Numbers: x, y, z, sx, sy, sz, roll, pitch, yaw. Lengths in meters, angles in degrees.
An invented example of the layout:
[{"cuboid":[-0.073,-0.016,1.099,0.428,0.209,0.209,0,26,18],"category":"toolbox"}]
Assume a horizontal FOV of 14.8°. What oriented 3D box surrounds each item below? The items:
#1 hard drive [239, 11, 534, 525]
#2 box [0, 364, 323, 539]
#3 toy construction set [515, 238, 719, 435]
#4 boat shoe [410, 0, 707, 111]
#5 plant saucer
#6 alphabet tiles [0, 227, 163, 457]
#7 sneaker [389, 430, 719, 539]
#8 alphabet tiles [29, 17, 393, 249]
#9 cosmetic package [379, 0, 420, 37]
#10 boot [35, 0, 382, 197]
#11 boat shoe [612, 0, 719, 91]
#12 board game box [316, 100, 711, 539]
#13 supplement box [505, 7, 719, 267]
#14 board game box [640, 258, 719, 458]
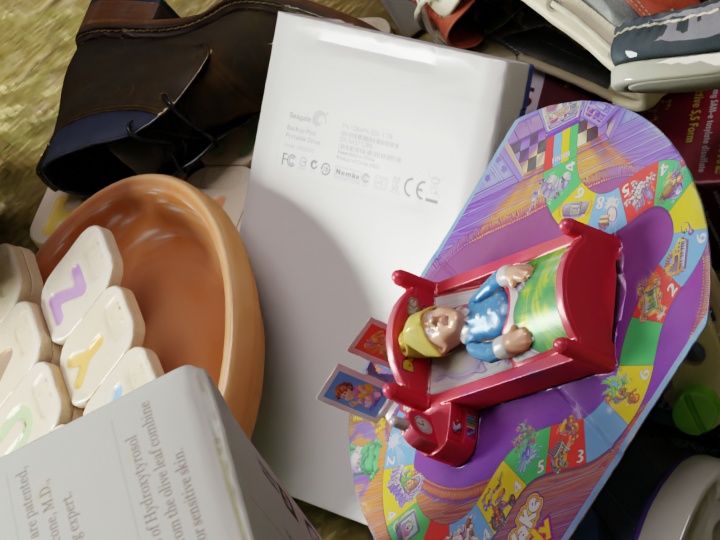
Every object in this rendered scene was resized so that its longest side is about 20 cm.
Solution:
[{"cuboid":[0.000,0.000,1.169,0.132,0.025,0.200,16,99,41],"category":"hard drive"},{"cuboid":[-0.073,0.189,1.013,0.171,0.199,0.200,-27,44,6],"category":"box"},{"cuboid":[0.164,-0.011,1.050,0.200,0.131,0.092,-39,4,35],"category":"toy construction set"},{"cuboid":[0.059,-0.118,1.167,0.200,0.071,0.063,21,67,35],"category":"boat shoe"},{"cuboid":[-0.104,0.058,1.205,0.200,0.037,0.200,-27,53,43],"category":"plant saucer"},{"cuboid":[-0.154,0.083,1.202,0.196,0.015,0.200,-51,40,24],"category":"alphabet tiles"},{"cuboid":[0.058,0.146,1.072,0.146,0.081,0.200,9,62,44],"category":"sneaker"},{"cuboid":[-0.063,-0.048,1.336,0.200,0.015,0.196,2,55,29],"category":"alphabet tiles"},{"cuboid":[0.011,-0.217,1.305,0.102,0.200,0.074,-32,45,0],"category":"cosmetic package"},{"cuboid":[-0.069,-0.076,1.312,0.200,0.075,0.097,4,63,42],"category":"boot"},{"cuboid":[0.190,-0.113,1.062,0.200,0.075,0.062,-13,92,7],"category":"boat shoe"},{"cuboid":[0.048,0.025,1.048,0.200,0.039,0.158,-59,36,14],"category":"board game box"},{"cuboid":[0.152,-0.060,1.155,0.200,0.061,0.109,-3,53,25],"category":"supplement box"},{"cuboid":[0.158,-0.011,1.175,0.135,0.028,0.200,12,61,36],"category":"board game box"}]
